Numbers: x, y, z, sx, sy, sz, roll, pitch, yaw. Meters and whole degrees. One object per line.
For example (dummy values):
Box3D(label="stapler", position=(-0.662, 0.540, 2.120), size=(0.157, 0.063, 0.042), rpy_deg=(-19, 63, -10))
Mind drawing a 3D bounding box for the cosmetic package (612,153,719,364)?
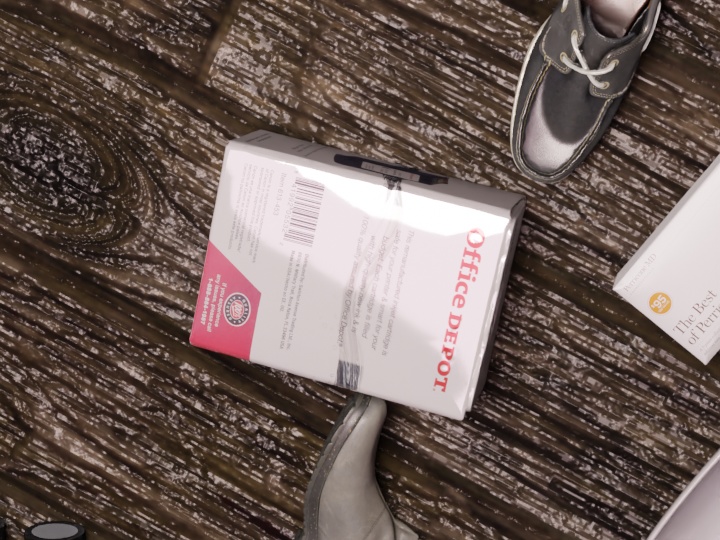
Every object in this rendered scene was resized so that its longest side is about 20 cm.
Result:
Box3D(label="cosmetic package", position=(0.258, -0.042, 1.167), size=(0.082, 0.051, 0.200), rpy_deg=(39, 106, 4))

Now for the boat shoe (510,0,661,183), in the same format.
Box3D(label="boat shoe", position=(0.149, -0.148, 1.164), size=(0.072, 0.068, 0.201), rpy_deg=(27, 107, 5))

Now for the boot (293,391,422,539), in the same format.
Box3D(label="boot", position=(0.021, 0.184, 1.265), size=(0.130, 0.068, 0.201), rpy_deg=(19, 112, 4))

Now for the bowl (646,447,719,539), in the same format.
Box3D(label="bowl", position=(0.305, 0.188, 1.188), size=(0.200, 0.075, 0.200), rpy_deg=(39, 107, 4))

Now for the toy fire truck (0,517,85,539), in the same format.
Box3D(label="toy fire truck", position=(-0.298, 0.233, 1.269), size=(0.175, 0.200, 0.129), rpy_deg=(4, 102, 12))

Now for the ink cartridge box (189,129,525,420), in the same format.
Box3D(label="ink cartridge box", position=(0.000, 0.000, 1.216), size=(0.199, 0.084, 0.146), rpy_deg=(15, 104, 11))
